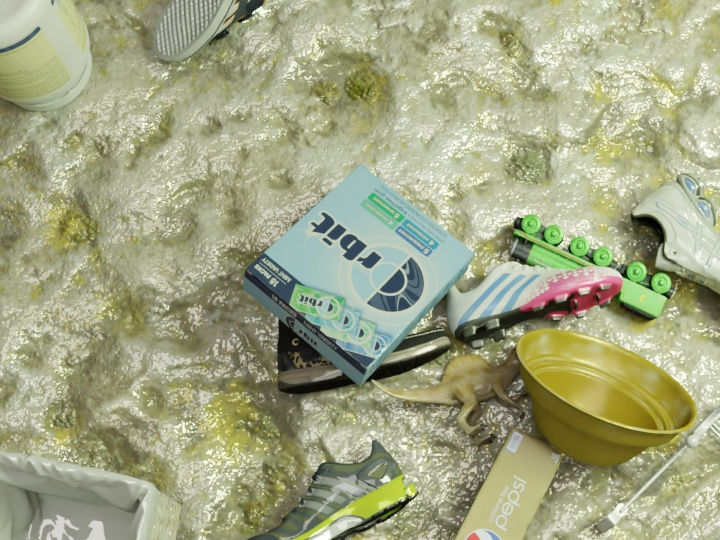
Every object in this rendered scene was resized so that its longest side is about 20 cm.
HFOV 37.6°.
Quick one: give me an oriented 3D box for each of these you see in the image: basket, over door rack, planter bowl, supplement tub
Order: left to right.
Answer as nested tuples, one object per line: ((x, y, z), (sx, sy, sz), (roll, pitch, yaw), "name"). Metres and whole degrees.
((-0.405, -0.286, 1.247), (0.143, 0.200, 0.147), (-1, 73, 3), "supplement tub")
((-0.306, 0.303, 1.088), (0.195, 0.161, 0.203), (10, 75, 6), "basket")
((0.245, 0.147, 1.117), (0.198, 0.200, 0.084), (22, 112, 10), "planter bowl")
((0.372, 0.252, 1.109), (0.200, 0.067, 0.148), (-41, 74, -8), "over door rack")

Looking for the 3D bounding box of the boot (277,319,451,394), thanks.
((-0.008, 0.048, 1.193), (0.197, 0.073, 0.152), (-14, 73, 5), "boot")

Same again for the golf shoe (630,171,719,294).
((0.379, -0.008, 1.182), (0.096, 0.079, 0.201), (-26, 64, -6), "golf shoe")

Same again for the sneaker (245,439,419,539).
((-0.040, 0.254, 1.139), (0.198, 0.074, 0.082), (-24, 67, -11), "sneaker")

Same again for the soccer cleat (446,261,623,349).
((0.188, 0.018, 1.177), (0.198, 0.070, 0.087), (-18, 60, 9), "soccer cleat")

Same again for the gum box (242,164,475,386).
((0.000, 0.000, 1.153), (0.169, 0.045, 0.200), (38, 58, 12), "gum box")

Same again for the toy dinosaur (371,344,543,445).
((0.118, 0.139, 1.174), (0.198, 0.058, 0.102), (-16, 58, -9), "toy dinosaur")

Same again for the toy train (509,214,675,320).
((0.260, -0.003, 1.207), (0.198, 0.042, 0.057), (25, 87, 10), "toy train")

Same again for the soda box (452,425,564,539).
((0.140, 0.271, 1.117), (0.064, 0.068, 0.201), (28, 77, 11), "soda box")

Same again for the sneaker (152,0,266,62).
((-0.172, -0.333, 1.317), (0.200, 0.079, 0.079), (-46, 68, 16), "sneaker")
